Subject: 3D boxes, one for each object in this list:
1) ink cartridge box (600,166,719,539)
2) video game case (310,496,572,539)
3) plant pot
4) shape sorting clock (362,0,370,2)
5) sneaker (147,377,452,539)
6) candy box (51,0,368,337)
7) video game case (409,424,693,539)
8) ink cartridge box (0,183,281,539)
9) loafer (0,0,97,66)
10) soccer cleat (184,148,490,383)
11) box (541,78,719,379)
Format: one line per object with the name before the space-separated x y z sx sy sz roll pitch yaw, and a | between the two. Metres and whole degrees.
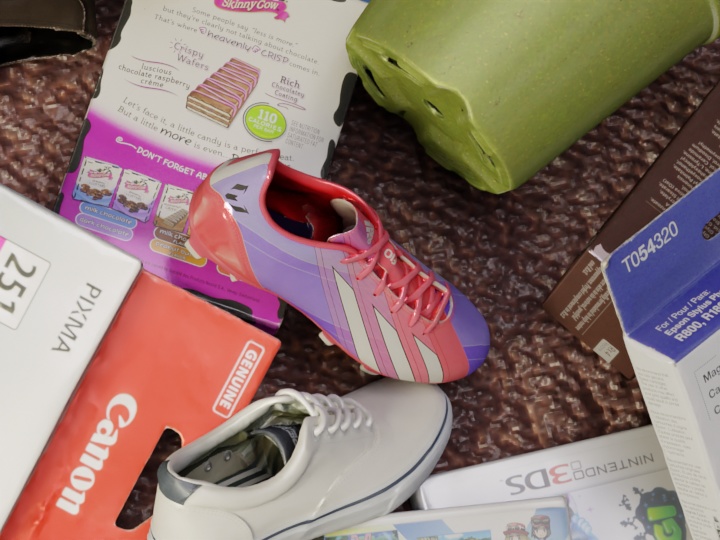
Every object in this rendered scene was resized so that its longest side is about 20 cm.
ink cartridge box | 0.232 0.034 1.514 0.196 0.043 0.201 -37 120 -29
video game case | 0.021 0.217 1.470 0.199 0.022 0.183 -5 73 -4
plant pot | 0.096 -0.148 1.519 0.200 0.200 0.190 43 80 5
shape sorting clock | 0.067 -0.206 1.634 0.199 0.039 0.201 4 71 -11
sneaker | -0.025 0.095 1.467 0.073 0.071 0.200 34 45 31
candy box | -0.084 -0.070 1.542 0.136 0.061 0.201 19 69 -5
video game case | 0.137 0.189 1.520 0.181 0.024 0.201 -12 74 -15
ink cartridge box | -0.161 0.081 1.451 0.173 0.044 0.200 28 87 -1
loafer | -0.228 -0.122 1.521 0.199 0.073 0.072 -22 75 -19
soccer cleat | 0.000 0.000 1.469 0.200 0.076 0.067 30 51 -28
box | 0.194 -0.044 1.574 0.075 0.100 0.200 37 67 2
